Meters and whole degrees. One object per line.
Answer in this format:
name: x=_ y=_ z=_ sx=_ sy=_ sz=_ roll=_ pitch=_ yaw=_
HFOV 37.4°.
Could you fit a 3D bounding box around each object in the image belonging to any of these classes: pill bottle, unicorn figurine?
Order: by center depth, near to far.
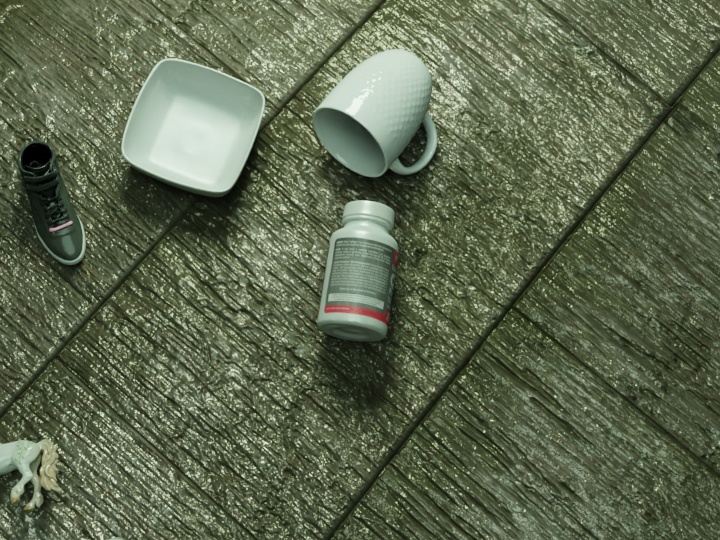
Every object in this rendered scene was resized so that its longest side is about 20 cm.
unicorn figurine: x=-0.535 y=0.279 z=1.539 sx=0.198 sy=0.074 sz=0.139 roll=4 pitch=63 yaw=-19
pill bottle: x=0.000 y=0.000 z=1.642 sx=0.109 sy=0.111 sz=0.202 roll=9 pitch=73 yaw=-2

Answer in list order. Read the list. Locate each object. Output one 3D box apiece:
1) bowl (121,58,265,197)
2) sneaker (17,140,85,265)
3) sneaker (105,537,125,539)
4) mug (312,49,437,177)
bowl: x=-0.266 y=-0.219 z=1.701 sx=0.198 sy=0.075 sz=0.202 roll=20 pitch=73 yaw=0
sneaker: x=-0.480 y=-0.108 z=1.636 sx=0.070 sy=0.099 sz=0.202 roll=-20 pitch=78 yaw=-13
sneaker: x=-0.294 y=0.451 z=1.497 sx=0.199 sy=0.089 sz=0.074 roll=34 pitch=72 yaw=4
mug: x=0.047 y=-0.245 z=1.714 sx=0.200 sy=0.147 sz=0.176 roll=49 pitch=65 yaw=-22
